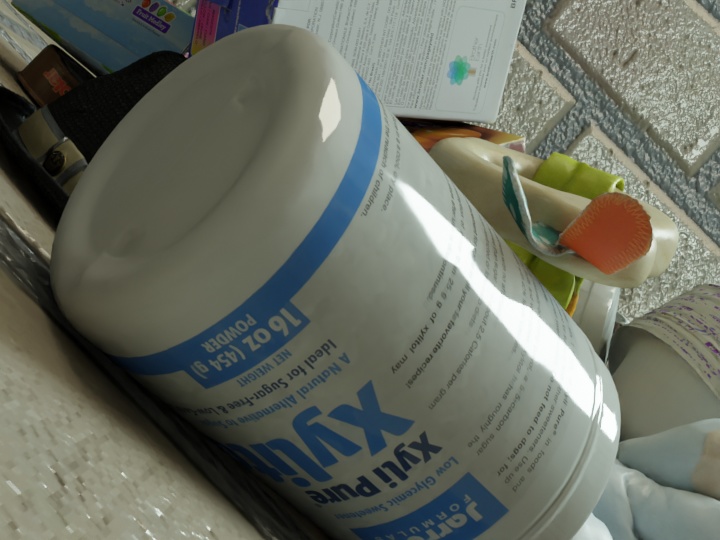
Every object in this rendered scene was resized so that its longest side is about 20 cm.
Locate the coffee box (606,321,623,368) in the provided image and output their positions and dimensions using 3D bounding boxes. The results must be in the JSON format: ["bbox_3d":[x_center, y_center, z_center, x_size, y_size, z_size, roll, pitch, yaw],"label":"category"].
[{"bbox_3d":[0.089,0.070,1.000,0.197,0.080,0.115,20,-32,19],"label":"coffee box"}]

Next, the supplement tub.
[{"bbox_3d":[-0.004,0.021,0.495,0.200,0.132,0.132,44,1,-32],"label":"supplement tub"}]

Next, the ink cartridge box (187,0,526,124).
[{"bbox_3d":[-0.006,-0.155,0.682,0.198,0.139,0.076,-2,24,-40],"label":"ink cartridge box"}]

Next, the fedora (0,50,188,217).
[{"bbox_3d":[-0.093,-0.048,0.666,0.201,0.092,0.201,46,0,0],"label":"fedora"}]

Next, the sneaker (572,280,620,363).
[{"bbox_3d":[0.124,0.005,0.919,0.114,0.075,0.200,12,24,8],"label":"sneaker"}]

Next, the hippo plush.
[{"bbox_3d":[0.112,0.117,0.662,0.160,0.159,0.202,28,31,-44],"label":"hippo plush"}]

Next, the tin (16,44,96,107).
[{"bbox_3d":[-0.182,-0.101,0.991,0.112,0.042,0.200,50,2,17],"label":"tin"}]

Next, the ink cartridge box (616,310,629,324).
[{"bbox_3d":[0.131,0.100,1.117,0.083,0.200,0.146,44,1,-43],"label":"ink cartridge box"}]

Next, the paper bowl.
[{"bbox_3d":[0.214,0.119,0.803,0.202,0.103,0.201,61,-10,19],"label":"paper bowl"}]

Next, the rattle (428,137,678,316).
[{"bbox_3d":[0.072,0.014,0.597,0.129,0.144,0.200,33,12,-12],"label":"rattle"}]

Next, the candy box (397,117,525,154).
[{"bbox_3d":[-0.017,-0.059,0.755,0.199,0.116,0.057,19,-63,46],"label":"candy box"}]

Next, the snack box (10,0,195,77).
[{"bbox_3d":[-0.135,-0.140,0.982,0.168,0.068,0.200,34,-5,31],"label":"snack box"}]
